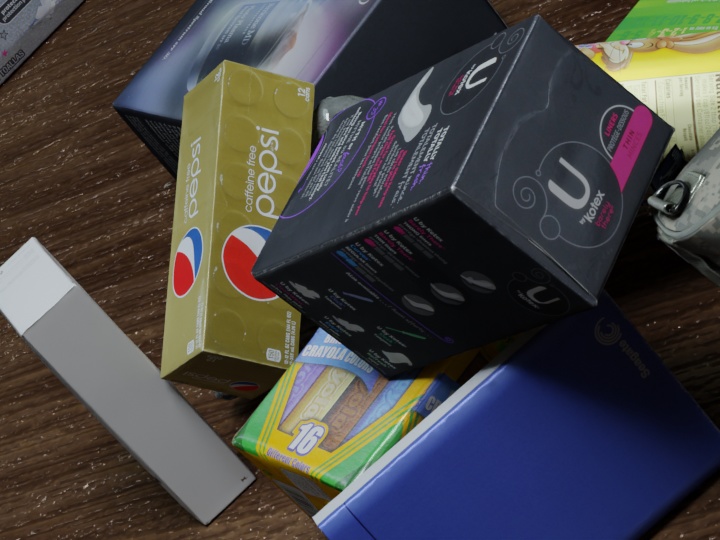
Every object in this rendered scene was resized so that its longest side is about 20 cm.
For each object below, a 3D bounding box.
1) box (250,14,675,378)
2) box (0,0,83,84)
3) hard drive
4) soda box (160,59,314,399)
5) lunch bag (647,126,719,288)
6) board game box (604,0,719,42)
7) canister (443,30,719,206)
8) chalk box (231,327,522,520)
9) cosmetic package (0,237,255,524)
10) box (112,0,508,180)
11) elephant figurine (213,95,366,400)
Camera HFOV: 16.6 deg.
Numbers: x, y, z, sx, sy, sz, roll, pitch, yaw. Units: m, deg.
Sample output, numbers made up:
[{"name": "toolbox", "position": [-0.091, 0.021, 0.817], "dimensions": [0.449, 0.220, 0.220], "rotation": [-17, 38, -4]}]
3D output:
[{"name": "box", "position": [0.052, -0.035, 1.318], "dimensions": [0.200, 0.106, 0.122], "rotation": [-22, 36, 55]}, {"name": "box", "position": [-0.361, -0.227, 2.171], "dimensions": [0.200, 0.115, 0.132], "rotation": [-47, 35, -9]}, {"name": "hard drive", "position": [0.091, 0.117, 1.352], "dimensions": [0.200, 0.132, 0.025], "rotation": [-41, 19, -1]}, {"name": "soda box", "position": [-0.077, -0.026, 1.558], "dimensions": [0.064, 0.068, 0.200], "rotation": [-35, 47, 55]}, {"name": "lunch bag", "position": [0.268, -0.024, 1.276], "dimensions": [0.168, 0.200, 0.139], "rotation": [-48, 12, -2]}, {"name": "board game box", "position": [0.201, -0.143, 1.627], "dimensions": [0.200, 0.030, 0.095], "rotation": [-48, 35, -15]}, {"name": "canister", "position": [0.155, -0.085, 1.450], "dimensions": [0.200, 0.149, 0.087], "rotation": [-5, 76, 12]}, {"name": "chalk box", "position": [0.049, 0.072, 1.448], "dimensions": [0.200, 0.124, 0.124], "rotation": [-52, 36, -14]}, {"name": "cosmetic package", "position": [-0.153, 0.072, 1.571], "dimensions": [0.051, 0.200, 0.083], "rotation": [-44, 34, -6]}, {"name": "box", "position": [-0.034, -0.143, 1.767], "dimensions": [0.198, 0.123, 0.200], "rotation": [15, 62, 48]}, {"name": "elephant figurine", "position": [0.000, 0.000, 1.597], "dimensions": [0.141, 0.155, 0.200], "rotation": [22, 73, 5]}]
